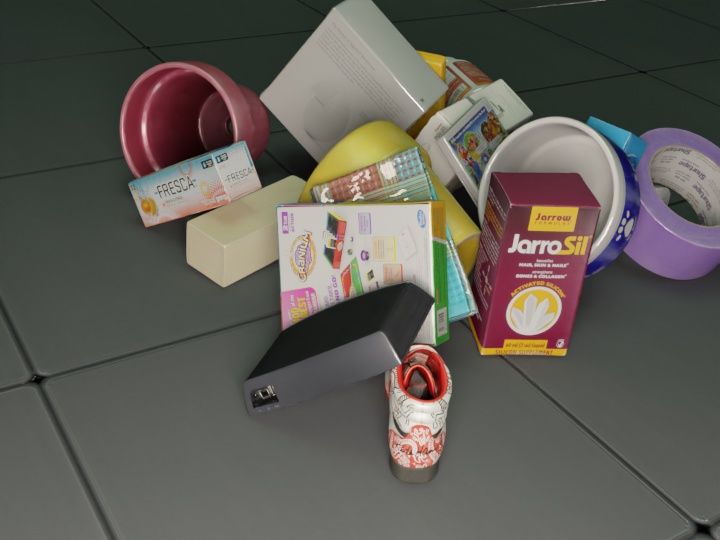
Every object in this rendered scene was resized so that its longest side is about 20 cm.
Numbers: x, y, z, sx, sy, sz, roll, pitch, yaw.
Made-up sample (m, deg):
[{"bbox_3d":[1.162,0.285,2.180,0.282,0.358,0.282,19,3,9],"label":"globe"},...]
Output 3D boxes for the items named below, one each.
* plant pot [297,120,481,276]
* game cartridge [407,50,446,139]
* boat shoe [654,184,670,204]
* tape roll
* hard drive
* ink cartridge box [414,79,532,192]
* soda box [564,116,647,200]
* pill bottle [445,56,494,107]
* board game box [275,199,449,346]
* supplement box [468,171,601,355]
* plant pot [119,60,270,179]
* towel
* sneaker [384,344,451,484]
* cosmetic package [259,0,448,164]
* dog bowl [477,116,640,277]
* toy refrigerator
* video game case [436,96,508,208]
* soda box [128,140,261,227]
[{"bbox_3d":[0.047,-0.052,1.154,0.188,0.203,0.200,40,43,22],"label":"plant pot"},{"bbox_3d":[0.056,-0.277,1.508,0.173,0.202,0.033,16,50,17],"label":"game cartridge"},{"bbox_3d":[0.382,-0.088,1.377,0.198,0.073,0.068,-25,43,-29],"label":"boat shoe"},{"bbox_3d":[0.445,-0.095,1.294,0.196,0.085,0.203,8,58,-13],"label":"tape roll"},{"bbox_3d":[-0.027,0.077,0.952,0.198,0.043,0.135,-23,18,32],"label":"hard drive"},{"bbox_3d":[0.158,-0.196,1.427,0.083,0.147,0.199,47,43,8],"label":"ink cartridge box"},{"bbox_3d":[0.304,-0.096,1.238,0.067,0.203,0.064,31,14,37],"label":"soda box"},{"bbox_3d":[0.188,-0.314,1.672,0.110,0.114,0.201,-5,32,-17],"label":"pill bottle"},{"bbox_3d":[0.000,0.000,1.029,0.197,0.156,0.040,2,8,29],"label":"board game box"},{"bbox_3d":[0.197,-0.006,1.074,0.108,0.203,0.086,1,31,-8],"label":"supplement box"},{"bbox_3d":[-0.229,-0.210,1.378,0.197,0.204,0.179,16,16,17],"label":"plant pot"},{"bbox_3d":[0.036,-0.023,1.059,0.144,0.203,0.022,-20,-1,13],"label":"towel"},{"bbox_3d":[0.060,0.111,0.950,0.066,0.110,0.202,5,30,0],"label":"sneaker"},{"bbox_3d":[-0.009,-0.274,1.411,0.200,0.200,0.123,47,38,-5],"label":"cosmetic package"},{"bbox_3d":[0.254,-0.090,1.186,0.199,0.203,0.078,32,14,38],"label":"dog bowl"},{"bbox_3d":[-0.134,-0.054,1.235,0.075,0.071,0.199,29,40,29],"label":"toy refrigerator"},{"bbox_3d":[0.195,-0.132,1.308,0.018,0.202,0.143,-23,16,44],"label":"video game case"},{"bbox_3d":[-0.224,-0.114,1.232,0.198,0.069,0.063,-10,15,43],"label":"soda box"}]
